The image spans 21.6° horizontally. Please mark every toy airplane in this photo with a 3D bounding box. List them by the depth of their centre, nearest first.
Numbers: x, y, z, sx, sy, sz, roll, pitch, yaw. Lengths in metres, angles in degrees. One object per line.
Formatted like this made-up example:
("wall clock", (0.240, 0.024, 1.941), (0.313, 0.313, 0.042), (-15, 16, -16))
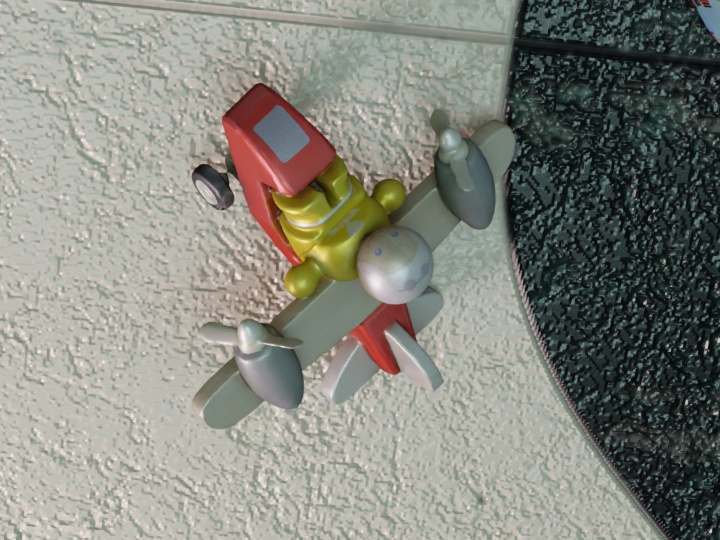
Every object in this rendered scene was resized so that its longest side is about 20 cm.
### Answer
("toy airplane", (0.000, 0.000, 1.115), (0.198, 0.141, 0.202), (5, 97, -32))

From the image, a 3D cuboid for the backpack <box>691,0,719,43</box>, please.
("backpack", (0.286, -0.204, 1.092), (0.199, 0.135, 0.183), (-32, 111, 7))
